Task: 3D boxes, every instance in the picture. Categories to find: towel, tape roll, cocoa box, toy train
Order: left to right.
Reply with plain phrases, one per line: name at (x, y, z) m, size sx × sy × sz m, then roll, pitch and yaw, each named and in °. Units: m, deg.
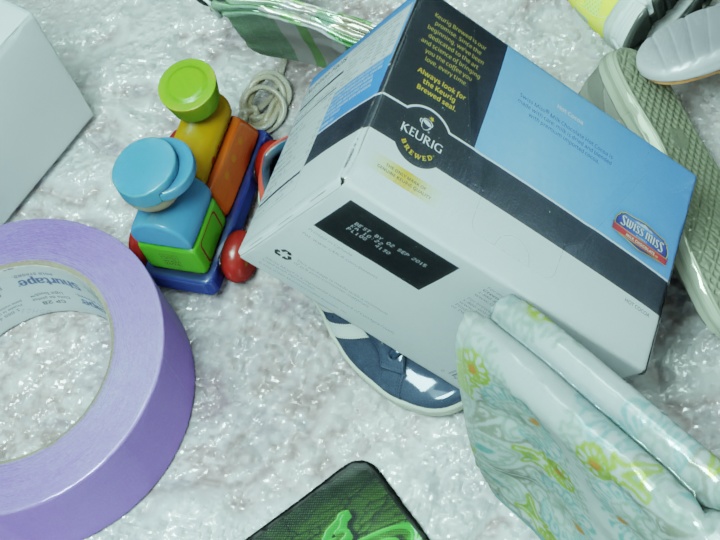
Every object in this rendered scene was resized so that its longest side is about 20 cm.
tape roll at (-0.207, 0.069, 0.938) m, size 0.198 × 0.066 × 0.201 m, roll -6°, pitch 59°, yaw 11°
toy train at (-0.096, -0.097, 0.975) m, size 0.084 × 0.116 × 0.201 m, roll 9°, pitch 64°, yaw 18°
towel at (0.016, -0.125, 0.927) m, size 0.198 × 0.153 × 0.024 m, roll 17°, pitch 88°, yaw 7°
cocoa box at (0.060, -0.031, 0.832) m, size 0.199 × 0.133 × 0.132 m, roll 31°, pitch 61°, yaw -18°
towel at (0.128, 0.118, 0.764) m, size 0.048 × 0.172 × 0.200 m, roll -39°, pitch 59°, yaw -17°

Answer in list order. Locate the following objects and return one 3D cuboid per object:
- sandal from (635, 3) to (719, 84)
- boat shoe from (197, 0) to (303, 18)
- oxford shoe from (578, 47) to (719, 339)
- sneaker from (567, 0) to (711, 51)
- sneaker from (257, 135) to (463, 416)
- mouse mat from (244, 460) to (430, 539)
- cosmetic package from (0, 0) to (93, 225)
sandal at (0.264, -0.147, 0.945) m, size 0.205 × 0.060 × 0.079 m, roll -24°, pitch 33°, yaw -12°
boat shoe at (-0.083, -0.202, 1.028) m, size 0.071 × 0.072 × 0.200 m, roll -31°, pitch 17°, yaw 10°
oxford shoe at (0.184, -0.041, 0.911) m, size 0.058 × 0.075 × 0.201 m, roll -42°, pitch 59°, yaw 38°
sneaker at (0.214, -0.228, 0.997) m, size 0.200 × 0.078 × 0.090 m, roll -42°, pitch 53°, yaw -13°
sneaker at (0.000, 0.000, 0.904) m, size 0.075 × 0.085 × 0.200 m, roll -38°, pitch 70°, yaw -11°
mouse mat at (-0.034, 0.218, 0.844) m, size 0.199 × 0.008 × 0.161 m, roll -35°, pitch 59°, yaw -8°
cosmetic package at (-0.331, -0.104, 1.034) m, size 0.199 × 0.123 × 0.201 m, roll 28°, pitch 72°, yaw 26°
